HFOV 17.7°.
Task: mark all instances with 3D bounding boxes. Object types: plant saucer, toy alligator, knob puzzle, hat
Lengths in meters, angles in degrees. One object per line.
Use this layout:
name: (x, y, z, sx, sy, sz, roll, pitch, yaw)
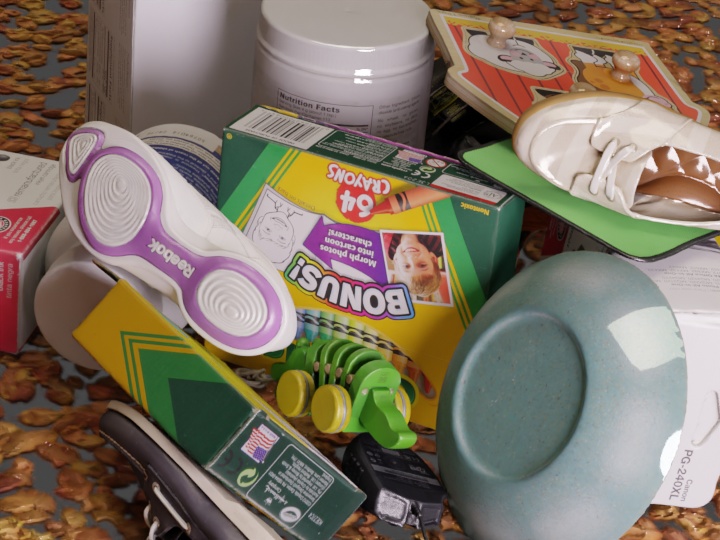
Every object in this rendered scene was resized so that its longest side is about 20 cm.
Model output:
plant saucer: (0.108, 0.080, 1.405, 0.039, 0.201, 0.201, 19, 16, -41)
toy alligator: (-0.024, 0.067, 1.489, 0.059, 0.054, 0.200, 4, 8, -35)
knob puzzle: (0.153, -0.124, 1.575, 0.219, 0.030, 0.220, 15, 30, -9)
hat: (0.096, -0.100, 1.813, 0.200, 0.081, 0.201, -21, 34, 15)

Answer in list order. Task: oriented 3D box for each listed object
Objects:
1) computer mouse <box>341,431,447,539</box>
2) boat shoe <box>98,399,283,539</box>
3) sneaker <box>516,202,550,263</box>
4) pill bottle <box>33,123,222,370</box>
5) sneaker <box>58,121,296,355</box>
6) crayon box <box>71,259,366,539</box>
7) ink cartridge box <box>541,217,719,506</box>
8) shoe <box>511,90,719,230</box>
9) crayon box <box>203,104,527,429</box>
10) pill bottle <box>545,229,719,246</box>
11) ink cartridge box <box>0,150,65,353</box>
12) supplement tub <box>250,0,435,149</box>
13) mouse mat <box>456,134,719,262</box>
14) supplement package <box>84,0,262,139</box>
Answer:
computer mouse: (0.033, 0.162, 1.405, 0.059, 0.034, 0.200, 18, 21, -25)
boat shoe: (-0.106, 0.147, 1.373, 0.063, 0.073, 0.200, -48, 51, -4)
sneaker: (0.116, -0.058, 1.680, 0.076, 0.200, 0.092, 45, 13, -19)
pill bottle: (-0.152, -0.015, 1.605, 0.111, 0.111, 0.200, 12, 30, 10)
sneaker: (-0.119, -0.015, 1.503, 0.200, 0.075, 0.100, 46, 5, 12)
crayon box: (-0.097, 0.082, 1.436, 0.051, 0.127, 0.200, -49, 45, -2)
ink cartridge box: (0.180, 0.040, 1.517, 0.083, 0.145, 0.200, 5, 29, -13)
shoe: (0.194, -0.065, 1.455, 0.200, 0.070, 0.053, 12, 19, -6)
crayon box: (0.000, 0.000, 1.545, 0.200, 0.173, 0.058, 17, 28, 19)
pill bottle: (0.229, -0.021, 1.686, 0.113, 0.113, 0.200, -19, 38, -37)
ink cartridge box: (-0.308, -0.026, 1.625, 0.200, 0.083, 0.145, 11, 30, 9)
supplement tub: (-0.017, -0.099, 1.688, 0.132, 0.200, 0.132, 4, 29, -2)
mouse mat: (0.179, -0.061, 1.523, 0.161, 0.008, 0.200, 32, 34, 33)
supplement package: (-0.122, -0.167, 1.787, 0.156, 0.200, 0.111, -7, 32, -22)
